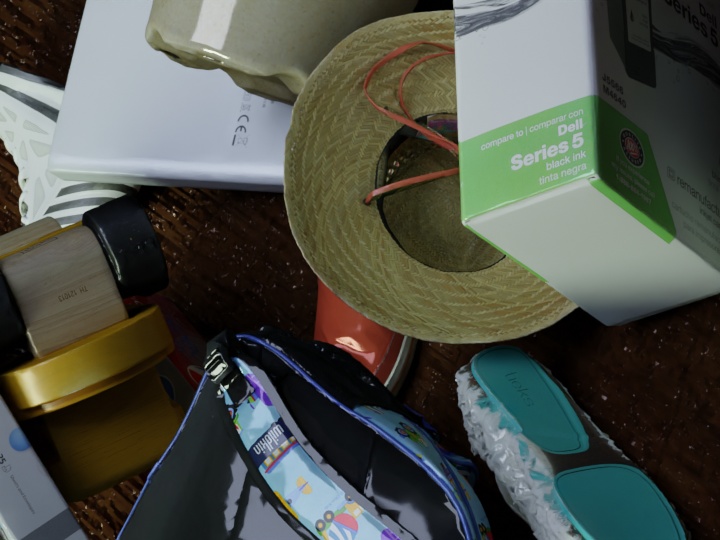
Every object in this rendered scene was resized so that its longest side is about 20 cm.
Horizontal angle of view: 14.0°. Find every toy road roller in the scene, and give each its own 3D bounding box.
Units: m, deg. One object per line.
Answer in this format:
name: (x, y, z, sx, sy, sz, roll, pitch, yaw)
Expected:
toy road roller: (-0.169, 0.049, 1.654, 0.147, 0.122, 0.200, 68, 163, -6)

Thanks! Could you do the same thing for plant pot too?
plant pot: (-0.032, -0.192, 1.666, 0.200, 0.200, 0.185, 16, 85, 51)

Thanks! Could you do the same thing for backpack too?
backpack: (-0.012, 0.149, 1.487, 0.200, 0.134, 0.183, 33, 99, 32)

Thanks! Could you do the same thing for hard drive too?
hard drive: (-0.092, -0.115, 1.788, 0.199, 0.027, 0.133, 4, 74, 31)

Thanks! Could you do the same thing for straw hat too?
straw hat: (0.048, -0.033, 1.579, 0.085, 0.199, 0.202, 101, 170, -62)

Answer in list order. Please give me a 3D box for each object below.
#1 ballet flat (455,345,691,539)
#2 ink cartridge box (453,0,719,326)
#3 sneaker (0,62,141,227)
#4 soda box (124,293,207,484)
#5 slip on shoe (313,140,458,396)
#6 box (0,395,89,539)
ballet flat: (0.107, 0.115, 1.475, 0.072, 0.072, 0.200, -53, 39, 16)
ink cartridge box: (0.118, -0.095, 1.480, 0.084, 0.145, 0.201, -19, 58, 31)
sneaker: (-0.216, -0.066, 1.911, 0.200, 0.075, 0.116, 18, 84, 49)
soda box: (-0.113, 0.078, 1.726, 0.064, 0.070, 0.200, -56, 40, 11)
slip on shoe: (0.000, 0.000, 1.644, 0.074, 0.061, 0.201, 6, 78, 48)
box: (-0.216, 0.111, 1.629, 0.041, 0.201, 0.156, -34, 6, -20)
